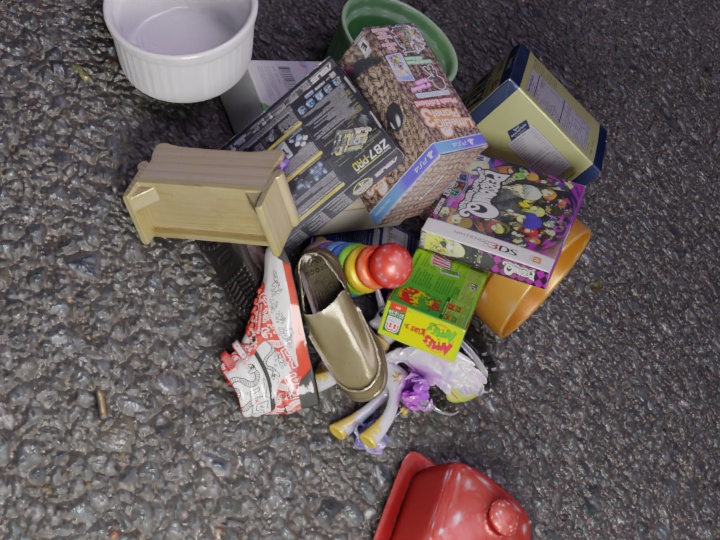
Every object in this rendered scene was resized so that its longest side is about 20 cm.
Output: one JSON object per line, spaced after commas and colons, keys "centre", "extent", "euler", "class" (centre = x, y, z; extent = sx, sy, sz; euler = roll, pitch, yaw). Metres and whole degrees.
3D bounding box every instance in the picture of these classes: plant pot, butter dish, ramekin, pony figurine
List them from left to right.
{"centre": [-0.231, -0.314, 1.533], "extent": [0.197, 0.098, 0.203], "euler": [1, 54, -2], "class": "ramekin"}
{"centre": [0.041, -0.316, 1.788], "extent": [0.197, 0.098, 0.202], "euler": [18, 44, -18], "class": "ramekin"}
{"centre": [0.042, 0.134, 1.482], "extent": [0.193, 0.167, 0.200], "euler": [42, 58, 4], "class": "pony figurine"}
{"centre": [0.134, 0.319, 1.413], "extent": [0.199, 0.148, 0.201], "euler": [38, 44, -12], "class": "butter dish"}
{"centre": [0.201, -0.039, 1.699], "extent": [0.183, 0.201, 0.199], "euler": [42, 41, 15], "class": "plant pot"}

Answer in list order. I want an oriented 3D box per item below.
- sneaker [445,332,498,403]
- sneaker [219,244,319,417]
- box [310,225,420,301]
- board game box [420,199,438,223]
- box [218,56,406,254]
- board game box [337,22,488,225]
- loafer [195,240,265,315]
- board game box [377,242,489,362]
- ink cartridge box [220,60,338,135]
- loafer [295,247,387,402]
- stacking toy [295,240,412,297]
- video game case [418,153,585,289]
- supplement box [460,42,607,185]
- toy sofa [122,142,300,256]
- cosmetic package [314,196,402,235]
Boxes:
{"centre": [0.098, 0.094, 1.581], "extent": [0.077, 0.090, 0.202], "euler": [-19, 72, -41], "class": "sneaker"}
{"centre": [-0.119, 0.071, 1.388], "extent": [0.106, 0.067, 0.205], "euler": [-12, 85, -2], "class": "sneaker"}
{"centre": [0.014, -0.024, 1.634], "extent": [0.198, 0.032, 0.123], "euler": [28, 47, -22], "class": "box"}
{"centre": [0.078, -0.162, 1.790], "extent": [0.201, 0.023, 0.104], "euler": [52, 45, 3], "class": "board game box"}
{"centre": [-0.066, -0.145, 1.481], "extent": [0.162, 0.199, 0.049], "euler": [54, 7, 23], "class": "box"}
{"centre": [0.045, -0.191, 1.534], "extent": [0.096, 0.160, 0.202], "euler": [-15, 68, -41], "class": "board game box"}
{"centre": [-0.159, -0.037, 1.483], "extent": [0.071, 0.073, 0.203], "euler": [-6, 69, -54], "class": "loafer"}
{"centre": [0.096, 0.036, 1.480], "extent": [0.100, 0.048, 0.200], "euler": [20, 26, 7], "class": "board game box"}
{"centre": [-0.079, -0.212, 1.648], "extent": [0.198, 0.087, 0.147], "euler": [-9, 68, -41], "class": "ink cartridge box"}
{"centre": [-0.032, 0.062, 1.392], "extent": [0.202, 0.075, 0.067], "euler": [63, 12, 18], "class": "loafer"}
{"centre": [0.000, 0.000, 1.467], "extent": [0.084, 0.199, 0.087], "euler": [2, 87, -33], "class": "stacking toy"}
{"centre": [0.194, -0.073, 1.582], "extent": [0.179, 0.036, 0.201], "euler": [19, 44, 13], "class": "video game case"}
{"centre": [0.234, -0.192, 1.790], "extent": [0.200, 0.199, 0.135], "euler": [43, 33, -13], "class": "supplement box"}
{"centre": [-0.173, -0.085, 1.402], "extent": [0.084, 0.197, 0.098], "euler": [73, 30, -44], "class": "toy sofa"}
{"centre": [-0.022, -0.112, 1.593], "extent": [0.198, 0.073, 0.105], "euler": [-10, 66, -41], "class": "cosmetic package"}
